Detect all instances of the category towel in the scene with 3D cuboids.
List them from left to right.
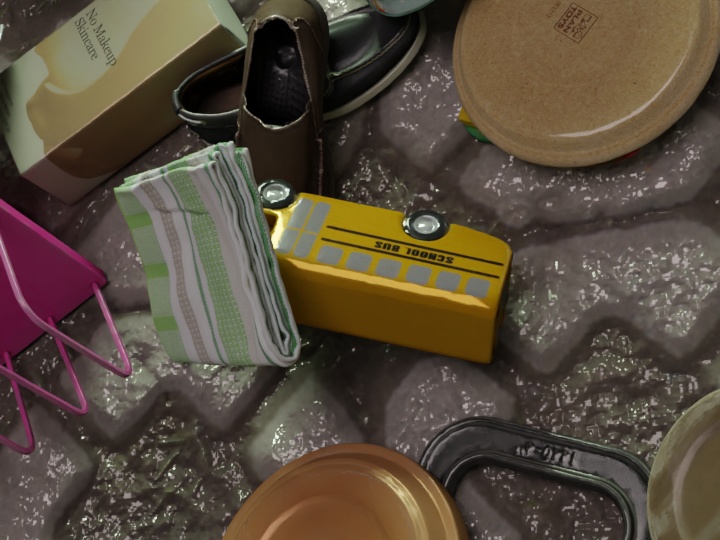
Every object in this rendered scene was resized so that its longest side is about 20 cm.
[{"bbox_3d":[-0.112,-0.003,1.018,0.200,0.031,0.150,-7,99,60],"label":"towel"}]

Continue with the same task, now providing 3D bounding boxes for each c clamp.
[{"bbox_3d":[0.093,0.180,0.956,0.200,0.027,0.171,4,69,28],"label":"c clamp"}]

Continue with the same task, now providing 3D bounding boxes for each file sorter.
[{"bbox_3d":[-0.289,0.072,1.095,0.200,0.139,0.126,-37,51,9],"label":"file sorter"}]

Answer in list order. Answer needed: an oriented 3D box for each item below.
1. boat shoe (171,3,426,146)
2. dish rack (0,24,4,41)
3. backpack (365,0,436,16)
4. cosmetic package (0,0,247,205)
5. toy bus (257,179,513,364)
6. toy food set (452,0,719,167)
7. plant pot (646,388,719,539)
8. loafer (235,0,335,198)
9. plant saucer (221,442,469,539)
[{"bbox_3d":[-0.046,-0.151,1.114,0.200,0.068,0.072,-23,59,14],"label":"boat shoe"},{"bbox_3d":[-0.338,-0.089,1.168,0.172,0.043,0.200,-49,29,45],"label":"dish rack"},{"bbox_3d":[0.049,-0.286,1.057,0.200,0.153,0.176,-44,34,12],"label":"backpack"},{"bbox_3d":[-0.190,-0.155,1.179,0.200,0.071,0.105,-36,60,10],"label":"cosmetic package"},{"bbox_3d":[0.000,0.000,1.003,0.200,0.065,0.078,12,48,10],"label":"toy bus"},{"bbox_3d":[0.156,-0.163,1.033,0.198,0.049,0.200,20,82,30],"label":"toy food set"},{"bbox_3d":[0.243,0.136,0.786,0.200,0.173,0.200,-20,59,36],"label":"plant pot"},{"bbox_3d":[-0.062,-0.097,1.062,0.073,0.071,0.200,0,100,13],"label":"loafer"},{"bbox_3d":[-0.022,0.206,0.971,0.200,0.032,0.201,-18,55,27],"label":"plant saucer"}]
